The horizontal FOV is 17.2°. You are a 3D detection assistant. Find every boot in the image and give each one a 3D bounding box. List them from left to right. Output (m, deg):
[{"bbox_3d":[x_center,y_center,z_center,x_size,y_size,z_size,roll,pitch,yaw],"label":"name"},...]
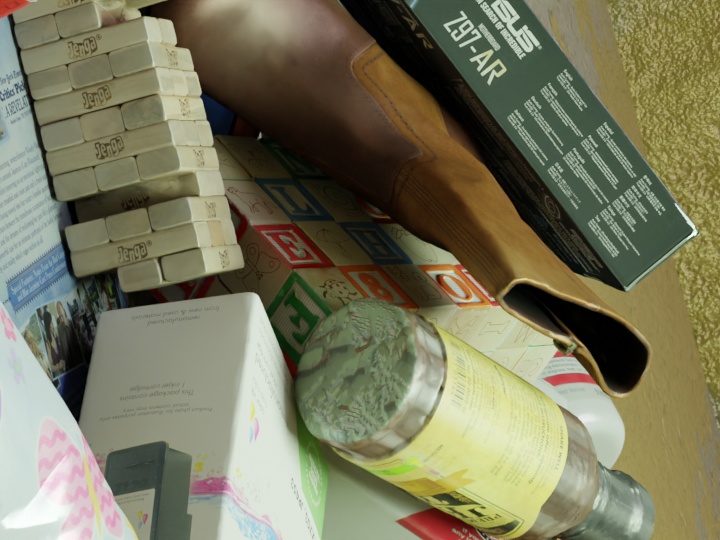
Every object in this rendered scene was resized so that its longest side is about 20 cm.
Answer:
[{"bbox_3d":[0.011,-0.037,0.961,0.188,0.068,0.200,40,10,-42],"label":"boot"}]

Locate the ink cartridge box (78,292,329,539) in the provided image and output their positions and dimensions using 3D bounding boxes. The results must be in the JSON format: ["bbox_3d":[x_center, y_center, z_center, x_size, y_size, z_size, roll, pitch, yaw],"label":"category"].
[{"bbox_3d":[-0.063,0.122,0.870,0.117,0.067,0.200,70,19,-46],"label":"ink cartridge box"}]

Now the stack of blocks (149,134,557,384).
[{"bbox_3d":[0.000,0.000,1.055,0.115,0.059,0.200,47,27,27],"label":"stack of blocks"}]

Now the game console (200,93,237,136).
[{"bbox_3d":[-0.051,-0.124,1.115,0.119,0.172,0.200,43,25,-17],"label":"game console"}]

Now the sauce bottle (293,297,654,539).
[{"bbox_3d":[0.055,0.074,0.972,0.200,0.065,0.065,33,42,-44],"label":"sauce bottle"}]

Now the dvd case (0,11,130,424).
[{"bbox_3d":[-0.126,-0.009,0.898,0.143,0.018,0.200,-52,128,-72],"label":"dvd case"}]

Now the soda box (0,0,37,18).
[{"bbox_3d":[-0.151,-0.169,0.821,0.063,0.070,0.200,43,35,-43],"label":"soda box"}]

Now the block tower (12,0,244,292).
[{"bbox_3d":[-0.100,-0.091,0.927,0.058,0.054,0.200,-10,86,-77],"label":"block tower"}]

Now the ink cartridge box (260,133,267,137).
[{"bbox_3d":[0.002,-0.010,1.215,0.109,0.050,0.200,3,-78,60],"label":"ink cartridge box"}]

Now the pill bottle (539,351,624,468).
[{"bbox_3d":[0.053,0.036,1.307,0.200,0.112,0.112,62,6,27],"label":"pill bottle"}]

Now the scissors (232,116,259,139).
[{"bbox_3d":[-0.033,-0.132,1.051,0.073,0.014,0.200,-73,179,-55],"label":"scissors"}]

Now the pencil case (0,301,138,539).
[{"bbox_3d":[-0.133,0.040,0.685,0.091,0.083,0.200,-82,156,-47],"label":"pencil case"}]

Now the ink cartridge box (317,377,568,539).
[{"bbox_3d":[0.012,0.092,1.082,0.144,0.084,0.200,35,24,-8],"label":"ink cartridge box"}]

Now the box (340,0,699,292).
[{"bbox_3d":[0.056,-0.086,1.084,0.200,0.044,0.160,52,-5,-11],"label":"box"}]
